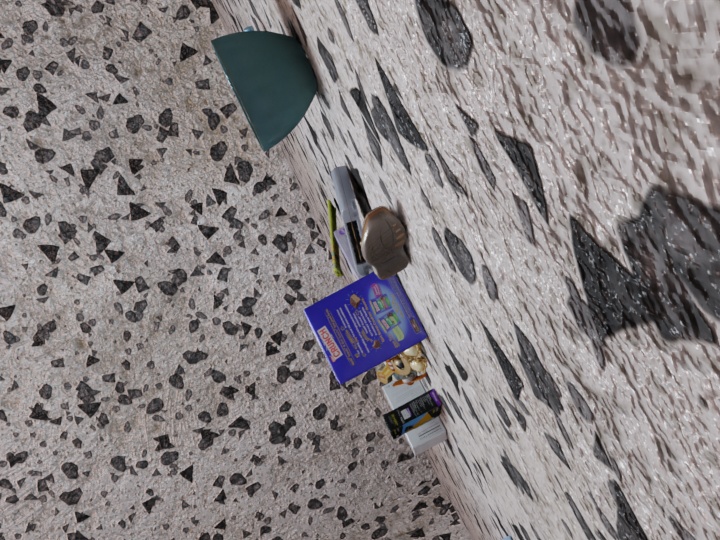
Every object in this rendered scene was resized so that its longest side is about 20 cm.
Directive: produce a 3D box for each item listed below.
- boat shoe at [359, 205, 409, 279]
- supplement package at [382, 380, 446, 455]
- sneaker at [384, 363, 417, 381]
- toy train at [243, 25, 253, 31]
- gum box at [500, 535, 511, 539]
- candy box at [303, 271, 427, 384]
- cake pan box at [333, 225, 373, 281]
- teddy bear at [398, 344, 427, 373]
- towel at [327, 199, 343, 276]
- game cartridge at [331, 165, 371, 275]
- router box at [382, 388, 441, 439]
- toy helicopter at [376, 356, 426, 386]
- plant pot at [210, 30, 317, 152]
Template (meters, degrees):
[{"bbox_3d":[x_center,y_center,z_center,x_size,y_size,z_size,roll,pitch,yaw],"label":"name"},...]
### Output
[{"bbox_3d":[0.028,-0.051,1.089,0.200,0.075,0.072,78,167,-68],"label":"boat shoe"},{"bbox_3d":[0.159,0.417,2.059,0.202,0.108,0.114,62,176,25],"label":"supplement package"},{"bbox_3d":[0.105,0.242,1.900,0.200,0.085,0.078,44,-128,-37],"label":"sneaker"},{"bbox_3d":[-0.200,-0.457,1.607,0.151,0.055,0.202,-121,9,-62],"label":"toy train"},{"bbox_3d":[0.382,0.740,1.706,0.171,0.044,0.201,62,176,26],"label":"gum box"},{"bbox_3d":[0.008,0.108,1.419,0.171,0.198,0.077,63,176,8],"label":"candy box"},{"bbox_3d":[0.000,0.000,1.907,0.185,0.052,0.201,72,172,-48],"label":"cake pan box"},{"bbox_3d":[0.098,0.155,1.630,0.146,0.066,0.200,55,173,-21],"label":"teddy bear"},{"bbox_3d":[-0.070,-0.088,1.949,0.086,0.018,0.203,63,-160,-78],"label":"towel"},{"bbox_3d":[-0.018,-0.101,1.396,0.201,0.041,0.134,75,176,-49],"label":"game cartridge"},{"bbox_3d":[0.135,0.376,1.834,0.052,0.148,0.200,62,176,19],"label":"router box"},{"bbox_3d":[0.092,0.250,1.807,0.132,0.079,0.200,48,150,10],"label":"toy helicopter"},{"bbox_3d":[-0.152,-0.325,1.208,0.202,0.133,0.200,63,175,9],"label":"plant pot"}]
